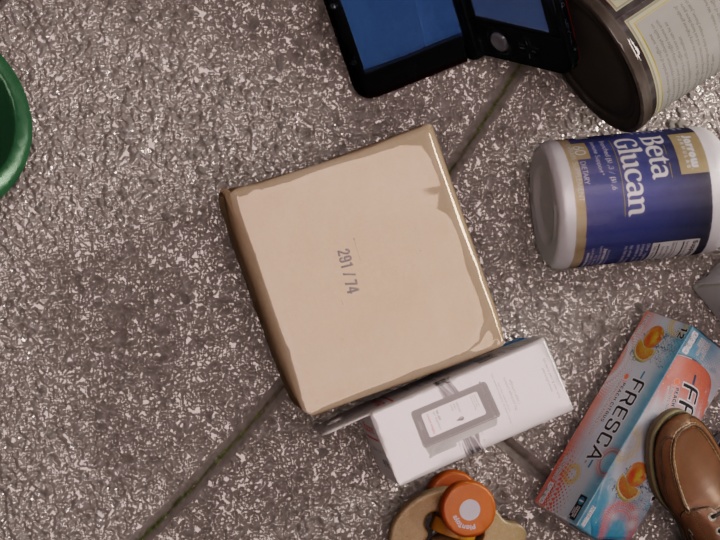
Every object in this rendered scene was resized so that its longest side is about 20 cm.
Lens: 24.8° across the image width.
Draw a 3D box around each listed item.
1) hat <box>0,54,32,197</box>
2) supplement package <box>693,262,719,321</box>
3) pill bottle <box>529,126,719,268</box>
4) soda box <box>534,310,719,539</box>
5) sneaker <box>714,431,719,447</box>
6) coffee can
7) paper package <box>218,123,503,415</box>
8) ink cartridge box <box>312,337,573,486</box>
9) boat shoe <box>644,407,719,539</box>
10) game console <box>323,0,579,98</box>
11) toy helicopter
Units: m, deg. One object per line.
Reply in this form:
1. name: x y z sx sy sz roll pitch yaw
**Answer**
1. hat: -0.405 -0.106 1.377 0.199 0.176 0.166 -14 88 -45
2. supplement package: 0.408 0.052 1.420 0.117 0.117 0.200 -40 93 -6
3. pill bottle: 0.254 -0.066 1.408 0.199 0.111 0.112 -6 89 -7
4. soda box: 0.238 0.138 1.413 0.063 0.068 0.201 34 85 -30
5. sneaker: 0.401 0.207 1.418 0.200 0.108 0.070 32 85 -5
6. coffee can: 0.271 -0.232 1.391 0.200 0.146 0.147 -34 92 -11
7. paper package: 0.000 0.000 1.380 0.190 0.103 0.201 -19 90 -7
8. ink cartridge box: 0.066 0.125 1.377 0.199 0.116 0.068 -22 90 -6
9. boat shoe: 0.303 0.205 1.390 0.072 0.068 0.201 -35 119 -17
10. game console: 0.066 -0.234 1.345 0.119 0.172 0.201 -42 131 -26
11. toy helicopter: 0.102 0.275 1.399 0.200 0.079 0.132 45 85 -7
